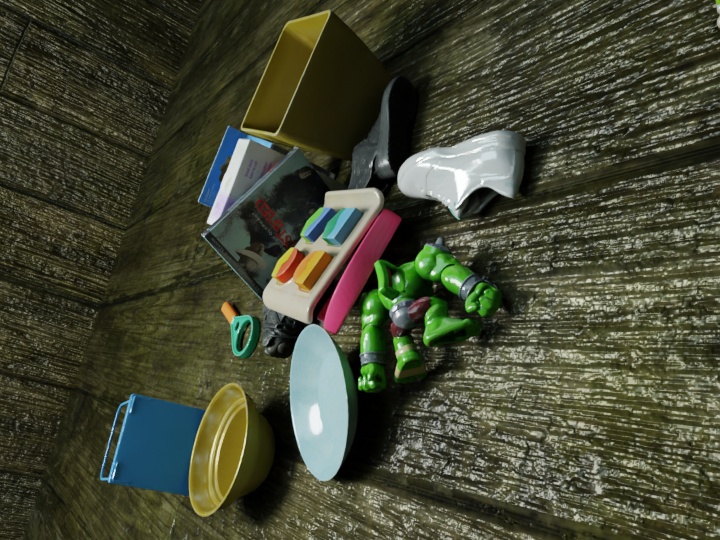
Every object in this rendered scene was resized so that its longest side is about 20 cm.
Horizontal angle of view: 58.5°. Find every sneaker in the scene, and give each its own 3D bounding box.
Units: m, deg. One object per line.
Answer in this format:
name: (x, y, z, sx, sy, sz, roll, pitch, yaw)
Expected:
sneaker: (0.027, -0.195, 0.991, 0.104, 0.060, 0.202, -15, 62, 49)
sneaker: (0.114, -0.102, 0.787, 0.199, 0.075, 0.090, -12, 73, 54)
sneaker: (-0.099, 0.070, 1.015, 0.199, 0.076, 0.115, -40, 42, 45)

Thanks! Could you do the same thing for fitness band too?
fitness band: (0.000, 0.000, 0.862, 0.144, 0.037, 0.201, -58, 2, 42)

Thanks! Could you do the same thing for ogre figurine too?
ogre figurine: (0.064, 0.046, 0.742, 0.200, 0.097, 0.121, -55, 42, 43)

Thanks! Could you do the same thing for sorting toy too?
sorting toy: (-0.063, -0.030, 0.906, 0.201, 0.036, 0.185, -60, 25, -10)

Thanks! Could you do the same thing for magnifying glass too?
magnifying glass: (-0.243, 0.108, 1.277, 0.080, 0.022, 0.200, -65, 29, 7)

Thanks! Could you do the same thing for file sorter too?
file sorter: (-0.328, 0.310, 1.109, 0.122, 0.199, 0.140, -26, 50, 52)

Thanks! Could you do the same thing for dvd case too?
dvd case: (-0.128, -0.072, 1.009, 0.200, 0.146, 0.022, -44, 30, -9)

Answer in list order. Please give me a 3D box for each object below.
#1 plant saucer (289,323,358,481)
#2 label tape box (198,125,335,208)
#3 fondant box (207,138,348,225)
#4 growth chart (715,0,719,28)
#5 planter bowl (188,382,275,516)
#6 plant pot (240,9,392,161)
plant saucer: (-0.043, 0.173, 0.856, 0.201, 0.038, 0.204, 180, 90, -65)
label tape box: (-0.160, -0.143, 1.123, 0.066, 0.199, 0.145, 26, 94, 58)
fondant box: (-0.128, -0.106, 1.048, 0.058, 0.199, 0.146, 23, 91, 60)
growth chart: (0.359, -0.320, 0.524, 0.200, 0.018, 0.146, 124, 155, -57)
planter bowl: (-0.191, 0.286, 1.013, 0.200, 0.083, 0.202, -36, 42, 42)
plant pot: (-0.057, -0.280, 1.065, 0.200, 0.175, 0.202, 28, 93, 60)
